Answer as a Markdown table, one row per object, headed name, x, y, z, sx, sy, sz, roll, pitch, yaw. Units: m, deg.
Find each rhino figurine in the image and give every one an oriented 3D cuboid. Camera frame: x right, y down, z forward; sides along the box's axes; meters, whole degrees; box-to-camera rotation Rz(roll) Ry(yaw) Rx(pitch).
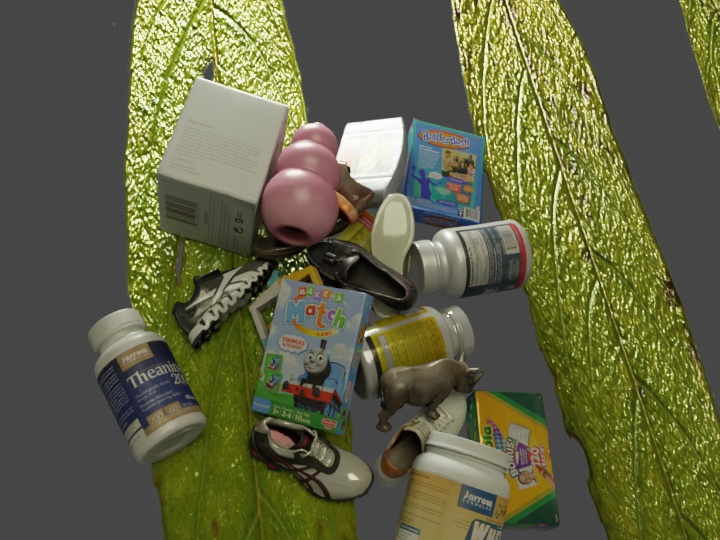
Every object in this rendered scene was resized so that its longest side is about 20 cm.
| name | x | y | z | sx | sy | sz | roll | pitch | yaw |
| --- | --- | --- | --- | --- | --- | --- | --- | --- | --- |
| rhino figurine | 0.108 | 0.173 | 1.099 | 0.195 | 0.090 | 0.060 | -9 | 29 | -27 |

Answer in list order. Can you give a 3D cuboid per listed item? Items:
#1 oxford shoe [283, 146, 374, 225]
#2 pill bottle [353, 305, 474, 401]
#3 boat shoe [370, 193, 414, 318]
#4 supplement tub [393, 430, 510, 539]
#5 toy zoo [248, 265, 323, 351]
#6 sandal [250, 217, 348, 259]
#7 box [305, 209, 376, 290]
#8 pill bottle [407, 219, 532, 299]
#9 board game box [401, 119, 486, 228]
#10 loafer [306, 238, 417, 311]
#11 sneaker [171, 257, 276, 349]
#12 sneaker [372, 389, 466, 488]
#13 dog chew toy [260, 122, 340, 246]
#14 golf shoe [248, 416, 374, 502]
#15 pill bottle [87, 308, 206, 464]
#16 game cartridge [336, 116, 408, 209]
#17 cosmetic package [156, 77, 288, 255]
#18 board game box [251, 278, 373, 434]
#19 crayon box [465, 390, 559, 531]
| name | x | y | z | sx | sy | sz | roll | pitch | yaw |
| --- | --- | --- | --- | --- | --- | --- | --- | --- | --- |
| oxford shoe | -0.056 | -0.161 | 1.260 | 0.073 | 0.072 | 0.200 | -43 | 66 | -9 |
| pill bottle | 0.076 | 0.124 | 1.162 | 0.195 | 0.113 | 0.114 | -16 | 67 | -20 |
| boat shoe | 0.049 | -0.023 | 1.221 | 0.070 | 0.060 | 0.208 | 5 | 86 | 0 |
| supplement tub | 0.126 | 0.341 | 1.018 | 0.141 | 0.145 | 0.205 | 17 | 76 | -3 |
| toy zoo | -0.099 | 0.086 | 1.150 | 0.130 | 0.020 | 0.203 | -31 | 67 | 15 |
| sandal | -0.101 | -0.071 | 1.230 | 0.197 | 0.056 | 0.081 | -24 | 29 | -31 |
| box | -0.029 | -0.010 | 1.244 | 0.075 | 0.050 | 0.200 | 38 | 60 | 10 |
| pill bottle | 0.181 | -0.015 | 1.257 | 0.195 | 0.120 | 0.122 | -8 | 64 | -17 |
| board game box | 0.156 | -0.177 | 1.378 | 0.148 | 0.045 | 0.204 | 13 | 61 | -6 |
| loafer | 0.000 | 0.000 | 1.161 | 0.196 | 0.063 | 0.073 | 26 | 88 | 11 |
| sneaker | -0.220 | 0.026 | 1.171 | 0.090 | 0.067 | 0.200 | 41 | 63 | 9 |
| sneaker | 0.104 | 0.248 | 1.121 | 0.073 | 0.085 | 0.199 | 41 | 60 | 13 |
| dog chew toy | -0.086 | -0.144 | 1.159 | 0.121 | 0.125 | 0.205 | 13 | 65 | -6 |
| golf shoe | -0.069 | 0.274 | 1.066 | 0.196 | 0.089 | 0.079 | 22 | 58 | -2 |
| pill bottle | -0.311 | 0.161 | 1.053 | 0.109 | 0.112 | 0.202 | -26 | 71 | -24 |
| game cartridge | 0.018 | -0.196 | 1.321 | 0.130 | 0.041 | 0.204 | 0 | 54 | 18 |
| cosmetic package | -0.226 | -0.169 | 1.214 | 0.162 | 0.168 | 0.204 | 16 | 60 | -4 |
| board game box | -0.072 | 0.124 | 1.095 | 0.148 | 0.036 | 0.205 | 8 | 80 | 26 |
| crayon box | 0.231 | 0.294 | 1.140 | 0.115 | 0.059 | 0.205 | 4 | 62 | -11 |
